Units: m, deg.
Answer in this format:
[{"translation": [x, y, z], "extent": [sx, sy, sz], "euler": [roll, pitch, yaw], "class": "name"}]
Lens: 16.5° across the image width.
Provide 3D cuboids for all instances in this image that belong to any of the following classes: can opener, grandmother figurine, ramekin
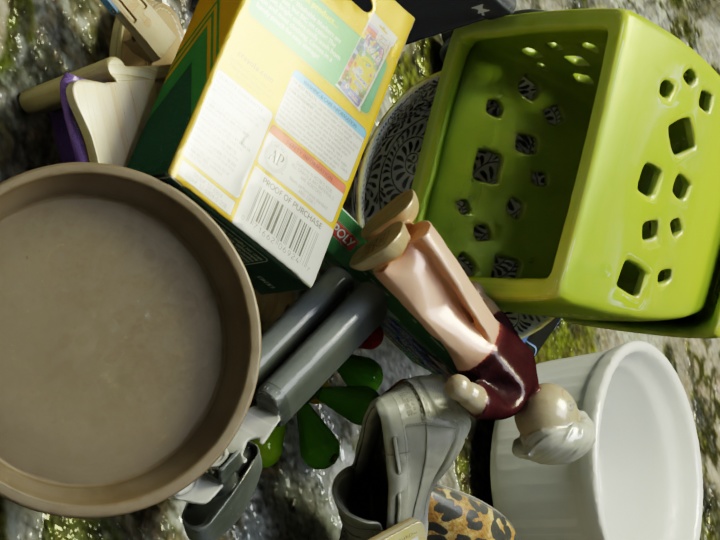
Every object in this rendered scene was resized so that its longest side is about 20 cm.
[{"translation": [-0.057, 0.078, 1.524], "extent": [0.200, 0.053, 0.067], "euler": [-49, 147, -28], "class": "can opener"}, {"translation": [0.076, 0.048, 1.556], "extent": [0.200, 0.060, 0.121], "euler": [48, 38, -18], "class": "grandmother figurine"}, {"translation": [0.179, 0.157, 1.897], "extent": [0.200, 0.097, 0.201], "euler": [18, 69, -58], "class": "ramekin"}]

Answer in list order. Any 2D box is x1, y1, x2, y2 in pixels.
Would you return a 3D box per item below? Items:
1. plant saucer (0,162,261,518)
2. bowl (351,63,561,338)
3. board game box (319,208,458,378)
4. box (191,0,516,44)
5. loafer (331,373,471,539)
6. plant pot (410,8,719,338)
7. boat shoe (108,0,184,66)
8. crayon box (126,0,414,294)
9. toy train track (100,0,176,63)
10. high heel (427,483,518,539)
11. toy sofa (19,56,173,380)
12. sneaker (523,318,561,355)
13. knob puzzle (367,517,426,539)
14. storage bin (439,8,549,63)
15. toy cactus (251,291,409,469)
[{"translation": [-0.155, 0.040, 1.403], "extent": [0.199, 0.029, 0.201], "euler": [2, 83, -14], "class": "plant saucer"}, {"translation": [0.066, -0.047, 1.796], "extent": [0.200, 0.094, 0.201], "euler": [-1, 92, -27], "class": "bowl"}, {"translation": [0.000, 0.000, 1.641], "extent": [0.200, 0.135, 0.029], "euler": [44, 85, -21], "class": "board game box"}, {"translation": [0.002, -0.260, 1.715], "extent": [0.117, 0.196, 0.201], "euler": [36, 49, -44], "class": "box"}, {"translation": [0.011, 0.146, 1.614], "extent": [0.070, 0.200, 0.070], "euler": [-7, 44, -28], "class": "loafer"}, {"translation": [0.163, -0.055, 1.689], "extent": [0.181, 0.200, 0.200], "euler": [18, 83, -33], "class": "plant pot"}, {"translation": [-0.109, -0.082, 1.591], "extent": [0.071, 0.064, 0.201], "euler": [-3, 80, -58], "class": "boat shoe"}, {"translation": [-0.053, -0.103, 1.501], "extent": [0.126, 0.052, 0.200], "euler": [39, 60, -33], "class": "crayon box"}, {"translation": [-0.190, -0.207, 1.536], "extent": [0.200, 0.032, 0.115], "euler": [50, 48, -22], "class": "toy train track"}, {"translation": [0.076, 0.245, 1.737], "extent": [0.200, 0.071, 0.143], "euler": [57, 29, -42], "class": "high heel"}, {"translation": [-0.147, -0.022, 1.490], "extent": [0.097, 0.083, 0.201], "euler": [-10, 86, -49], "class": "toy sofa"}, {"translation": [0.156, -0.001, 1.875], "extent": [0.078, 0.200, 0.070], "euler": [14, 20, -29], "class": "sneaker"}, {"translation": [-0.008, 0.281, 1.560], "extent": [0.219, 0.030, 0.220], "euler": [-11, 107, -39], "class": "knob puzzle"}, {"translation": [0.147, -0.090, 1.944], "extent": [0.200, 0.145, 0.135], "euler": [42, 55, -42], "class": "storage bin"}, {"translation": [-0.048, 0.050, 1.623], "extent": [0.200, 0.102, 0.165], "euler": [-14, 79, -49], "class": "toy cactus"}]
